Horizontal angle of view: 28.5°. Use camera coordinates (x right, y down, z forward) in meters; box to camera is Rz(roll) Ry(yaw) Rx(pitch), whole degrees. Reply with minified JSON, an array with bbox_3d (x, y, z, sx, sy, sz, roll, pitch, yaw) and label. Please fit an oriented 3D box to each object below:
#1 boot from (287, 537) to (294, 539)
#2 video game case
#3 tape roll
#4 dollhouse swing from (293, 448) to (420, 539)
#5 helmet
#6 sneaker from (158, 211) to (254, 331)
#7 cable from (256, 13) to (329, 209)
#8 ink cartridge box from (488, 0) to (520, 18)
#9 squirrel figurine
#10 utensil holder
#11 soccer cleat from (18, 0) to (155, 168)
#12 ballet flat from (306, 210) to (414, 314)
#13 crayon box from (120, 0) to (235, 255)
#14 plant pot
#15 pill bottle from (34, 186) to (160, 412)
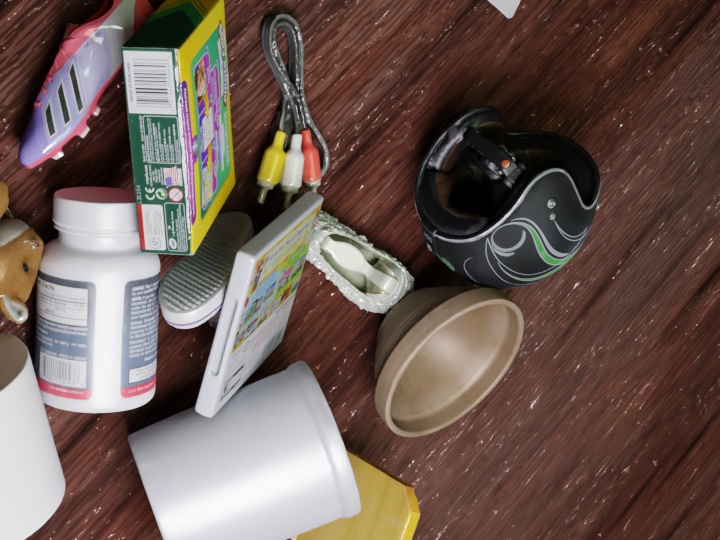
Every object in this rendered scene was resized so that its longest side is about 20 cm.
[{"bbox_3d":[-0.085,0.291,1.551,0.072,0.144,0.202,13,94,-35],"label":"boot"},{"bbox_3d":[-0.101,0.030,1.439,0.200,0.023,0.183,-47,157,-63],"label":"video game case"},{"bbox_3d":[-0.378,0.161,1.270,0.202,0.202,0.140,-22,115,-28],"label":"tape roll"},{"bbox_3d":[0.027,0.330,1.607,0.181,0.200,0.177,36,81,-36],"label":"dollhouse swing"},{"bbox_3d":[0.170,-0.076,1.601,0.190,0.199,0.201,28,87,-52],"label":"helmet"},{"bbox_3d":[-0.142,0.032,1.429,0.201,0.072,0.115,-61,150,-60],"label":"sneaker"},{"bbox_3d":[-0.064,-0.167,1.492,0.097,0.050,0.202,-4,107,-35],"label":"cable"},{"bbox_3d":[0.203,-0.397,1.606,0.115,0.068,0.201,32,84,-37],"label":"ink cartridge box"},{"bbox_3d":[-0.386,-0.008,1.274,0.201,0.141,0.187,-53,137,-9],"label":"squirrel figurine"},{"bbox_3d":[-0.122,0.207,1.463,0.199,0.170,0.171,-20,115,-9],"label":"utensil holder"},{"bbox_3d":[-0.269,-0.187,1.338,0.076,0.067,0.200,43,75,-25],"label":"soccer cleat"},{"bbox_3d":[0.000,0.000,1.578,0.200,0.072,0.072,32,84,-38],"label":"ballet flat"},{"bbox_3d":[-0.169,-0.142,1.342,0.058,0.173,0.201,3,117,7],"label":"crayon box"},{"bbox_3d":[0.083,0.087,1.624,0.200,0.093,0.202,-29,143,-24],"label":"plant pot"},{"bbox_3d":[-0.254,0.026,1.371,0.119,0.119,0.202,-4,105,-34],"label":"pill bottle"}]
